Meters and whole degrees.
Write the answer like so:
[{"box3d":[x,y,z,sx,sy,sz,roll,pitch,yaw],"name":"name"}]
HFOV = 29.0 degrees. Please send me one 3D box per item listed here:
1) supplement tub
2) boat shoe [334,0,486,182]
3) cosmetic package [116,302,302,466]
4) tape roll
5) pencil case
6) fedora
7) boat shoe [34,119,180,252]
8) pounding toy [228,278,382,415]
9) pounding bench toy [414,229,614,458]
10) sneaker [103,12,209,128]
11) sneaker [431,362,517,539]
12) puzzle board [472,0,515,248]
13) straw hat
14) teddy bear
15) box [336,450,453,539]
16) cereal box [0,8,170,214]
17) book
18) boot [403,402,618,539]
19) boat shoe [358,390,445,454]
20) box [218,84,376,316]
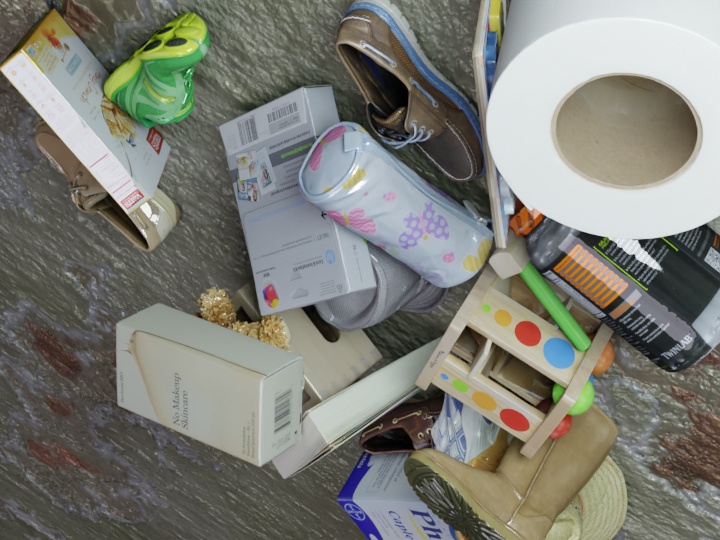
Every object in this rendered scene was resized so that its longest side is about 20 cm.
[{"box3d":[0.230,-0.017,1.200,0.200,0.123,0.123,39,146,-3],"name":"supplement tub"},{"box3d":[0.041,-0.148,1.254,0.072,0.073,0.200,-18,119,48],"name":"boat shoe"},{"box3d":[-0.158,0.116,1.446,0.199,0.073,0.105,16,116,31],"name":"cosmetic package"},{"box3d":[0.199,-0.143,1.021,0.201,0.140,0.204,9,138,8],"name":"tape roll"},{"box3d":[0.036,-0.059,1.300,0.199,0.084,0.090,31,149,-34],"name":"pencil case"},{"box3d":[0.000,0.000,1.446,0.176,0.090,0.200,35,146,4],"name":"fedora"},{"box3d":[-0.304,-0.101,1.616,0.199,0.065,0.071,37,146,0],"name":"boat shoe"},{"box3d":[-0.066,0.101,1.606,0.201,0.142,0.184,52,145,2],"name":"pounding toy"},{"box3d":[0.171,0.063,1.342,0.155,0.125,0.200,32,145,5],"name":"pounding bench toy"},{"box3d":[-0.191,-0.198,1.403,0.084,0.074,0.200,48,153,-12],"name":"sneaker"},{"box3d":[0.117,0.198,1.506,0.075,0.202,0.088,23,160,-37],"name":"sneaker"},{"box3d":[0.116,-0.142,1.137,0.017,0.152,0.201,0,135,13],"name":"puzzle board"},{"box3d":[0.195,0.273,1.517,0.199,0.085,0.203,1,113,3],"name":"straw hat"},{"box3d":[-0.136,0.094,1.501,0.199,0.067,0.146,20,130,38],"name":"teddy bear"},{"box3d":[0.106,0.302,1.696,0.199,0.105,0.184,-9,126,45],"name":"box"},{"box3d":[-0.283,-0.168,1.460,0.039,0.144,0.200,-34,112,17],"name":"cereal box"},{"box3d":[0.005,0.149,1.525,0.048,0.199,0.134,55,147,8],"name":"book"},{"box3d":[0.156,0.188,1.435,0.175,0.200,0.066,43,145,-6],"name":"boot"},{"box3d":[0.081,0.185,1.613,0.199,0.070,0.071,-13,122,46],"name":"boat shoe"},{"box3d":[-0.065,-0.066,1.377,0.155,0.041,0.202,-16,86,52],"name":"box"}]
